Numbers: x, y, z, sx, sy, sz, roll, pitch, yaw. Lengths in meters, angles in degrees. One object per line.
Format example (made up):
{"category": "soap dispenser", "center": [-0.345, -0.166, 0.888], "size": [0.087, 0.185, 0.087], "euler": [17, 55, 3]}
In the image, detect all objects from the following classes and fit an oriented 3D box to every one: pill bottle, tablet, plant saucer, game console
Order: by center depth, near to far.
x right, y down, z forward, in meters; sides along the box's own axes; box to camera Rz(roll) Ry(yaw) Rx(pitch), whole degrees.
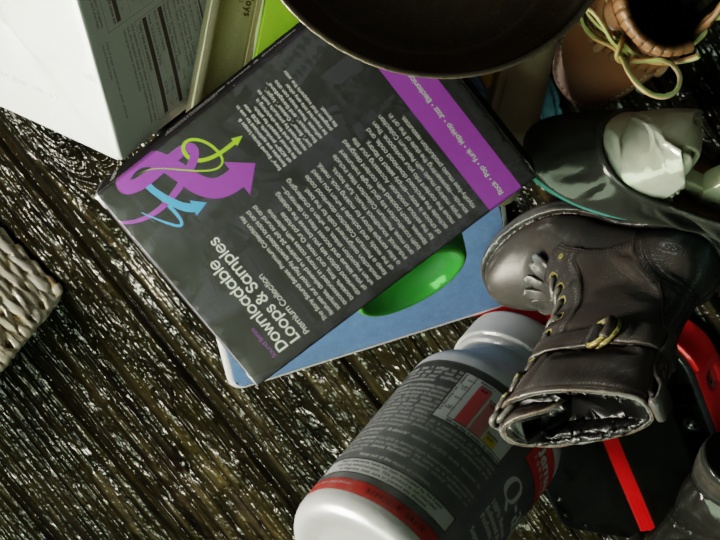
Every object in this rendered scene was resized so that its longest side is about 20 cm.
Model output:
{"category": "plant saucer", "center": [0.033, -0.187, 1.147], "size": [0.200, 0.201, 0.037], "euler": [36, 160, 3]}
{"category": "tablet", "center": [0.000, 0.000, 1.395], "size": [0.014, 0.198, 0.131], "euler": [-113, 9, -48]}
{"category": "pill bottle", "center": [0.057, 0.123, 1.396], "size": [0.115, 0.200, 0.116], "euler": [27, 143, 22]}
{"category": "game console", "center": [0.177, 0.104, 1.461], "size": [0.176, 0.031, 0.201], "euler": [6, 131, 42]}

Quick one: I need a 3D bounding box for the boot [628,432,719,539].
{"category": "boot", "center": [0.257, 0.199, 1.419], "size": [0.199, 0.069, 0.175], "euler": [28, 131, 1]}

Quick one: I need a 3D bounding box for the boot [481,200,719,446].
{"category": "boot", "center": [0.121, 0.035, 1.298], "size": [0.199, 0.174, 0.069], "euler": [-9, 123, 43]}

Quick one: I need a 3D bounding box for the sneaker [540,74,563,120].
{"category": "sneaker", "center": [0.049, -0.128, 1.268], "size": [0.079, 0.096, 0.201], "euler": [-9, 123, 43]}

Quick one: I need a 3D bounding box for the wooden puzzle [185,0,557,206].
{"category": "wooden puzzle", "center": [0.014, -0.137, 1.207], "size": [0.198, 0.037, 0.187], "euler": [10, 108, -9]}

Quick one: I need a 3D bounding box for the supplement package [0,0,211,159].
{"category": "supplement package", "center": [-0.132, -0.196, 1.242], "size": [0.151, 0.200, 0.152], "euler": [24, 142, 35]}

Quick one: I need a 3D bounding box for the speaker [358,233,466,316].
{"category": "speaker", "center": [-0.012, -0.076, 1.313], "size": [0.201, 0.088, 0.089], "euler": [62, 148, 20]}

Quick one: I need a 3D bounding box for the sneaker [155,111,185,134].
{"category": "sneaker", "center": [-0.045, -0.086, 1.402], "size": [0.199, 0.079, 0.076], "euler": [21, 139, 19]}

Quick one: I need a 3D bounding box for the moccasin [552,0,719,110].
{"category": "moccasin", "center": [0.160, -0.142, 1.177], "size": [0.074, 0.078, 0.201], "euler": [43, 145, -8]}

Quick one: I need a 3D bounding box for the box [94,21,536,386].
{"category": "box", "center": [-0.025, -0.051, 1.203], "size": [0.199, 0.036, 0.143], "euler": [-37, 105, 10]}

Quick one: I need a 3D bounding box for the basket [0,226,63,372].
{"category": "basket", "center": [-0.373, 0.036, 1.726], "size": [0.198, 0.161, 0.200], "euler": [45, 141, -9]}

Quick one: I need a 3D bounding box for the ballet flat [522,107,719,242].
{"category": "ballet flat", "center": [0.190, -0.054, 1.228], "size": [0.198, 0.068, 0.068], "euler": [18, 146, -11]}
